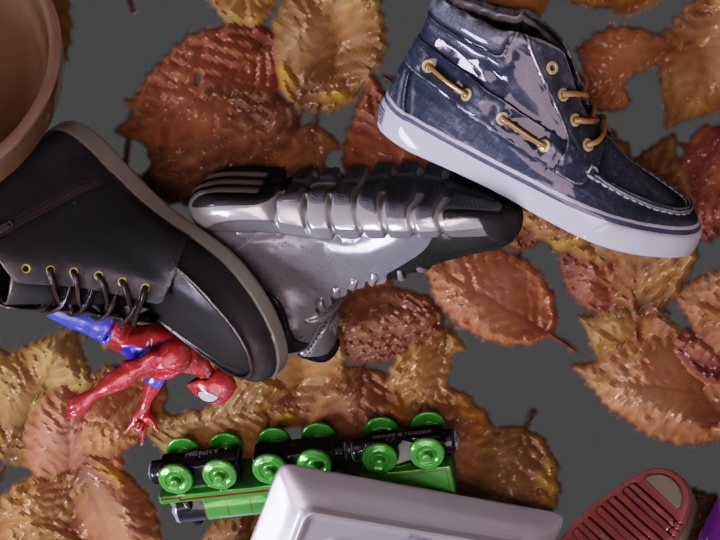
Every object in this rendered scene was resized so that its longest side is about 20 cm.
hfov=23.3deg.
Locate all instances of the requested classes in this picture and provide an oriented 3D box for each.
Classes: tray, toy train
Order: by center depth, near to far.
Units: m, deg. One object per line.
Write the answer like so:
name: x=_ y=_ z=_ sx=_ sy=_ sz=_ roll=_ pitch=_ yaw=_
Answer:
tray: x=0.026 y=0.184 z=1.078 sx=0.199 sy=0.022 sz=0.108 roll=13 pitch=111 yaw=-23
toy train: x=-0.034 y=0.127 z=1.095 sx=0.199 sy=0.042 sz=0.057 roll=-7 pitch=120 yaw=9

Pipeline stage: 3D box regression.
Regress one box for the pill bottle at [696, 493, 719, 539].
pill bottle: x=0.250 y=0.184 z=1.031 sx=0.112 sy=0.113 sz=0.201 roll=16 pitch=127 yaw=0

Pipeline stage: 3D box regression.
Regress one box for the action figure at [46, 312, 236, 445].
action figure: x=-0.176 y=0.049 z=1.068 sx=0.199 sy=0.065 sz=0.099 roll=27 pitch=104 yaw=-3

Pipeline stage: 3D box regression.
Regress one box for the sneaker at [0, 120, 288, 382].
sneaker: x=-0.141 y=0.013 z=1.007 sx=0.200 sy=0.106 sz=0.075 roll=41 pitch=145 yaw=8

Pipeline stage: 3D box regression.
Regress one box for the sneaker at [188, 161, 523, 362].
sneaker: x=0.000 y=0.000 z=1.033 sx=0.199 sy=0.075 sz=0.116 roll=3 pitch=115 yaw=16

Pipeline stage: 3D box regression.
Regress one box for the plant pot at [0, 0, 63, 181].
plant pot: x=-0.267 y=-0.100 z=0.986 sx=0.200 sy=0.202 sz=0.093 roll=13 pitch=151 yaw=1

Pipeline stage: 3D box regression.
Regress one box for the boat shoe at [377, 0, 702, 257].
boat shoe: x=0.114 y=-0.082 z=0.983 sx=0.199 sy=0.071 sz=0.091 roll=24 pitch=115 yaw=0

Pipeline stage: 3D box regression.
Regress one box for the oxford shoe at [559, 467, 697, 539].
oxford shoe: x=0.156 y=0.213 z=1.102 sx=0.075 sy=0.070 sz=0.201 roll=22 pitch=108 yaw=-40
